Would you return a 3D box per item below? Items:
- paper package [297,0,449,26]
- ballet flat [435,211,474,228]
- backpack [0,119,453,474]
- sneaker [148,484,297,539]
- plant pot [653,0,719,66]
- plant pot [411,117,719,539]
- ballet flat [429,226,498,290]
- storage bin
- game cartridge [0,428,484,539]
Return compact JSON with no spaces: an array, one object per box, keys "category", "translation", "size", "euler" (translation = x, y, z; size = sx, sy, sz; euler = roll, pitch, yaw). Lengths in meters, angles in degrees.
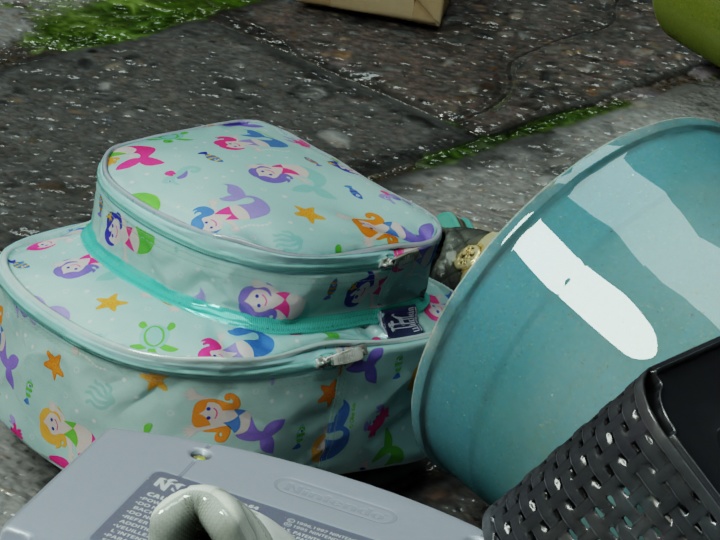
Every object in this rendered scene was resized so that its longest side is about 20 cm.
[{"category":"paper package","translation":[0.031,-0.285,2.020],"size":[0.103,0.191,0.200],"euler":[11,25,6]},{"category":"ballet flat","translation":[0.047,0.026,1.482],"size":[0.070,0.068,0.200],"euler":[-17,27,-9]},{"category":"backpack","translation":[-0.066,0.024,1.352],"size":[0.200,0.151,0.177],"euler":[-19,37,-39]},{"category":"sneaker","translation":[-0.059,0.168,0.994],"size":[0.075,0.081,0.201],"euler":[0,67,6]},{"category":"plant pot","translation":[0.321,-0.167,1.890],"size":[0.187,0.188,0.200],"euler":[-13,47,-41]},{"category":"plant pot","translation":[0.157,0.070,1.282],"size":[0.200,0.200,0.188],"euler":[-14,48,-42]},{"category":"ballet flat","translation":[0.000,0.000,1.458],"size":[0.200,0.057,0.067],"euler":[0,46,42]},{"category":"storage bin","translation":[0.158,0.132,1.111],"size":[0.200,0.094,0.135],"euler":[54,30,11]},{"category":"game cartridge","translation":[-0.028,0.118,1.117],"size":[0.199,0.041,0.133],"euler":[17,29,15]}]
